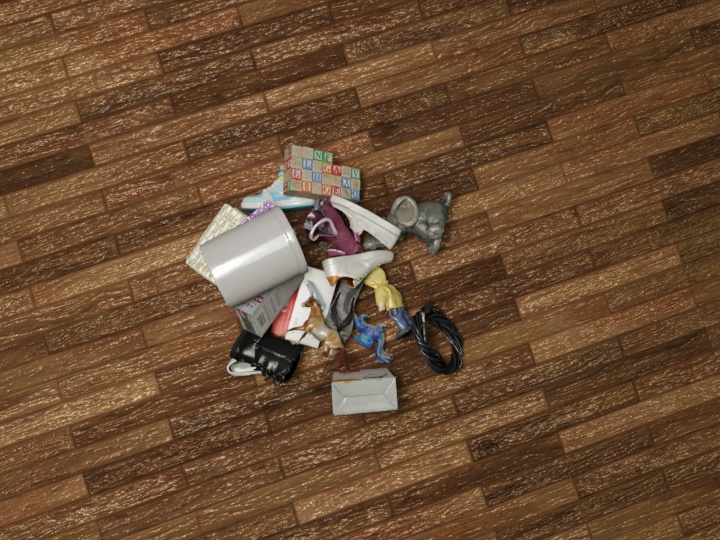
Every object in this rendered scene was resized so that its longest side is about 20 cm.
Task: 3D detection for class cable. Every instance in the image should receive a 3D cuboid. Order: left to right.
[{"bbox_3d":[0.206,0.186,1.397,0.050,0.163,0.202,-24,104,34],"label":"cable"}]

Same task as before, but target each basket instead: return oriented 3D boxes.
[{"bbox_3d":[-0.340,-0.055,1.387,0.135,0.123,0.202,33,86,-1],"label":"basket"}]

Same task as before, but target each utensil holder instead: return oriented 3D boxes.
[{"bbox_3d":[-0.242,-0.028,1.227,0.198,0.170,0.172,-28,88,-12],"label":"utensil holder"}]

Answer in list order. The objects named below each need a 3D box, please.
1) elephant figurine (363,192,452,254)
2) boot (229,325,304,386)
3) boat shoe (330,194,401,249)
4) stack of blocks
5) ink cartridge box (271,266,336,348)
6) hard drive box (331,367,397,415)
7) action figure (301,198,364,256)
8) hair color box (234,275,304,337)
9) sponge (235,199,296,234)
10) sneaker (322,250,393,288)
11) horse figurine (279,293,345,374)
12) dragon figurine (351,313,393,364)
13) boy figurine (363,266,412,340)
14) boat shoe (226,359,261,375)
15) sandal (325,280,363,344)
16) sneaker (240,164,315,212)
[{"bbox_3d":[0.123,-0.129,1.415,0.197,0.143,0.156,15,43,6],"label":"elephant figurine"},{"bbox_3d":[-0.220,0.177,1.361,0.160,0.074,0.200,22,63,11],"label":"boot"},{"bbox_3d":[0.005,-0.121,1.353,0.198,0.072,0.066,28,96,-7],"label":"boat shoe"},{"bbox_3d":[-0.099,-0.246,1.402,0.197,0.058,0.117,6,81,-29],"label":"stack of blocks"},{"bbox_3d":[-0.168,0.085,1.428,0.173,0.045,0.203,16,86,-3],"label":"ink cartridge box"},{"bbox_3d":[0.005,0.299,1.346,0.153,0.200,0.078,-4,86,-4],"label":"hard drive box"},{"bbox_3d":[-0.048,-0.096,1.392,0.199,0.149,0.134,40,92,-26],"label":"action figure"},{"bbox_3d":[-0.221,0.052,1.331,0.060,0.100,0.201,19,56,21],"label":"hair color box"},{"bbox_3d":[-0.266,-0.067,1.318,0.200,0.030,0.112,-43,106,-11],"label":"sponge"},{"bbox_3d":[0.000,0.000,1.390,0.197,0.073,0.086,-11,82,-21],"label":"sneaker"},{"bbox_3d":[-0.103,0.169,1.342,0.200,0.050,0.132,43,55,14],"label":"horse figurine"},{"bbox_3d":[0.012,0.171,1.424,0.198,0.059,0.100,29,85,-2],"label":"dragon figurine"},{"bbox_3d":[0.072,0.081,1.411,0.064,0.124,0.201,-39,76,26],"label":"boy figurine"},{"bbox_3d":[-0.250,0.238,1.403,0.197,0.065,0.075,-18,87,-4],"label":"boat shoe"},{"bbox_3d":[-0.045,0.092,1.395,0.074,0.048,0.204,13,78,8],"label":"sandal"},{"bbox_3d":[-0.222,-0.224,1.429,0.197,0.079,0.133,-6,89,-13],"label":"sneaker"}]
